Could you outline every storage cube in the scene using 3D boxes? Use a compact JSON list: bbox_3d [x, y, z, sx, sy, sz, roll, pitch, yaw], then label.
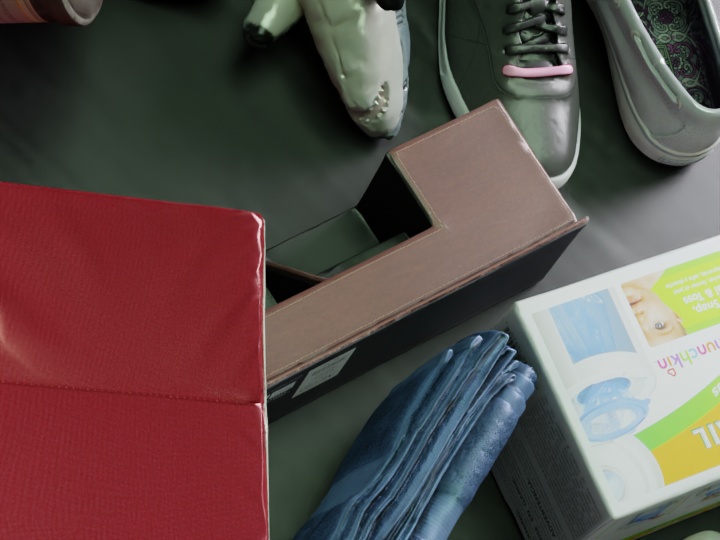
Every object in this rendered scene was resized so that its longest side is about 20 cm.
[{"bbox_3d":[-0.149,0.073,0.898,0.179,0.200,0.171,6,66,-21],"label":"storage cube"}]

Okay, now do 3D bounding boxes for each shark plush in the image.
[{"bbox_3d":[-0.006,-0.168,1.115,0.083,0.091,0.200,35,39,-48],"label":"shark plush"}]

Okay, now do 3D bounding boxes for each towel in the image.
[{"bbox_3d":[0.000,0.119,0.964,0.048,0.112,0.200,36,63,-7],"label":"towel"}]

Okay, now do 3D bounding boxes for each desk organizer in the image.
[{"bbox_3d":[0.000,0.000,1.036,0.200,0.072,0.077,-27,76,-24],"label":"desk organizer"}]

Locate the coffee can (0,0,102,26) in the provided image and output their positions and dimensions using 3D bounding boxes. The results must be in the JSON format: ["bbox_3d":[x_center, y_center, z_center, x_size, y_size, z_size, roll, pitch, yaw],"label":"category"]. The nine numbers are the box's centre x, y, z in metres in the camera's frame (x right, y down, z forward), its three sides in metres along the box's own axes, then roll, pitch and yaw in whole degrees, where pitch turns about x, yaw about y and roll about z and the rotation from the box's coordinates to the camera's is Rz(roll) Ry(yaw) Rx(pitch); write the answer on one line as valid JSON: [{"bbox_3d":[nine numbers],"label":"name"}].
[{"bbox_3d":[-0.222,-0.179,0.968,0.199,0.146,0.147,-1,67,6],"label":"coffee can"}]

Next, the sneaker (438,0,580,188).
[{"bbox_3d":[0.084,-0.145,1.103,0.071,0.099,0.201,-2,70,-19],"label":"sneaker"}]

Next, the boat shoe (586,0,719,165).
[{"bbox_3d":[0.148,-0.156,1.142,0.072,0.069,0.200,-4,70,-18],"label":"boat shoe"}]

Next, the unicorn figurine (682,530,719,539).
[{"bbox_3d":[0.208,0.162,1.037,0.137,0.074,0.201,-2,87,-15],"label":"unicorn figurine"}]

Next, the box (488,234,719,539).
[{"bbox_3d":[0.164,0.053,1.044,0.200,0.101,0.113,-18,74,-22],"label":"box"}]
